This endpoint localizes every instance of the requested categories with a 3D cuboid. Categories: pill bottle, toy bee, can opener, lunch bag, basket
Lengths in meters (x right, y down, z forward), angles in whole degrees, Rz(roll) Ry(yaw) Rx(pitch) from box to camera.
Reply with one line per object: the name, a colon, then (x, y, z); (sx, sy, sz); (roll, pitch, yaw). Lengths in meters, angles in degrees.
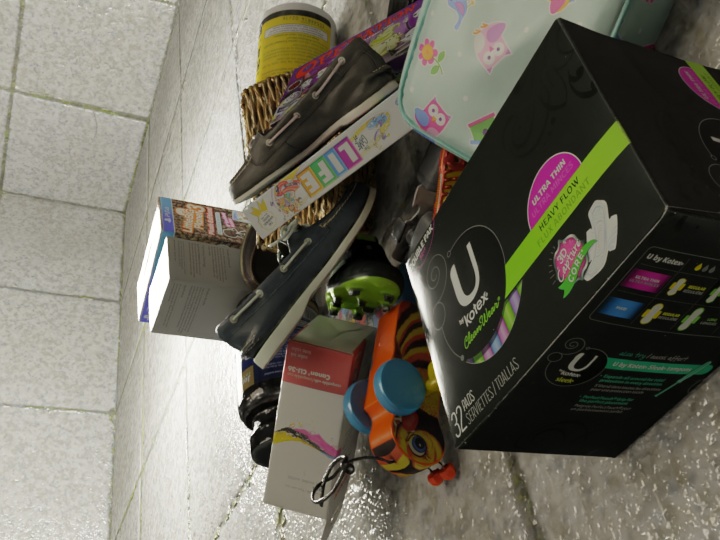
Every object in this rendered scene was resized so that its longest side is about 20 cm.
pill bottle: (-0.095, 0.129, 0.968); (0.112, 0.110, 0.202); (123, 148, -44)
toy bee: (0.036, 0.132, 0.692); (0.201, 0.108, 0.131); (-60, 15, -21)
can opener: (0.085, -0.077, 0.699); (0.067, 0.053, 0.202); (54, 132, 42)
pill bottle: (-0.090, -0.251, 1.097); (0.111, 0.110, 0.203); (147, 127, -61)
lunch bag: (0.115, -0.170, 0.546); (0.160, 0.077, 0.202); (35, 117, 31)
basket: (-0.037, -0.125, 0.938); (0.141, 0.148, 0.203); (-12, 82, 31)

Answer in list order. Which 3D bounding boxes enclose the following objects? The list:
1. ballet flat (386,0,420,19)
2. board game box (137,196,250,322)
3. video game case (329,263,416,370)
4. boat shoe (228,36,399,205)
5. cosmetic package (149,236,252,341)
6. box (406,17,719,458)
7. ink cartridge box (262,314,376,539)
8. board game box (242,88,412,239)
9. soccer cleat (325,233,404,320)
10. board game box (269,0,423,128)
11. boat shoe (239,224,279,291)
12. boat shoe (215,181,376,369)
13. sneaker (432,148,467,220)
ballet flat: (0.042, -0.231, 0.874); (0.067, 0.056, 0.201); (68, 151, 28)
board game box: (-0.220, -0.002, 1.201); (0.097, 0.197, 0.161); (-115, 39, -53)
video game case: (0.009, 0.088, 0.856); (0.200, 0.018, 0.145); (144, 131, -60)
boat shoe: (-0.055, -0.133, 0.728); (0.199, 0.057, 0.067); (-33, 6, 25)
cosmetic package: (-0.174, 0.035, 1.077); (0.108, 0.198, 0.085); (-60, 32, 36)
box: (0.132, -0.008, 0.462); (0.201, 0.123, 0.150); (119, 149, -41)
ink cartridge box: (-0.041, 0.157, 0.780); (0.116, 0.067, 0.203); (-33, -46, -76)
board game box: (-0.006, -0.114, 0.751); (0.199, 0.034, 0.135); (-33, 8, 29)
soccer cleat: (0.000, 0.000, 0.772); (0.200, 0.067, 0.082); (146, 134, -78)
board game box: (0.008, -0.202, 0.774); (0.198, 0.032, 0.121); (-23, 28, 26)
boat shoe: (-0.097, -0.063, 1.039); (0.073, 0.074, 0.202); (-30, 36, 54)
boat shoe: (-0.055, -0.008, 0.725); (0.201, 0.061, 0.075); (-57, 2, -15)
sneaker: (0.088, -0.052, 0.655); (0.077, 0.072, 0.202); (-12, -59, -87)
